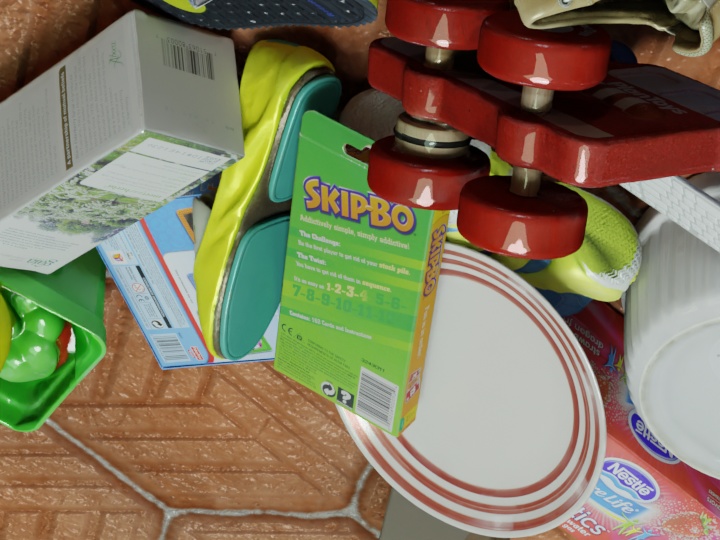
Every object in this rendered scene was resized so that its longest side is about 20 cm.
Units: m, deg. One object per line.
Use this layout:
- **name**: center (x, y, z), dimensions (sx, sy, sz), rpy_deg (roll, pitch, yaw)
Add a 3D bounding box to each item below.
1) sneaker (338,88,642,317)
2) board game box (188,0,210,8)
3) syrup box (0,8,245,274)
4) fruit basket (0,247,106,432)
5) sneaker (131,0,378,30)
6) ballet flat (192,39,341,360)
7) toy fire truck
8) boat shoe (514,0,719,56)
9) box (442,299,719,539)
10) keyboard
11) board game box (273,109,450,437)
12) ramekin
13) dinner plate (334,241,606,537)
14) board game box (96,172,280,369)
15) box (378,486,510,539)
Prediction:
- **sneaker**: center (0.066, -0.028, 1.305), dimensions (0.199, 0.076, 0.105), rpy_deg (32, 149, 0)
- **board game box**: center (-0.026, -0.225, 1.020), dimensions (0.198, 0.062, 0.201), rpy_deg (-5, 129, -24)
- **syrup box**: center (-0.163, -0.072, 1.299), dimensions (0.078, 0.082, 0.199), rpy_deg (12, 152, -42)
- **fruit basket**: center (-0.268, 0.034, 1.379), dimensions (0.215, 0.217, 0.155), rpy_deg (30, 136, -16)
- **sneaker**: center (-0.060, -0.180, 1.202), dimensions (0.199, 0.079, 0.066), rpy_deg (4, 165, 38)
- **ballet flat**: center (-0.066, -0.046, 1.301), dimensions (0.067, 0.067, 0.201), rpy_deg (32, 117, 29)
- **toy fire truck**: center (0.104, -0.086, 1.145), dimensions (0.167, 0.200, 0.113), rpy_deg (-6, 112, -33)
- **boat shoe**: center (0.162, -0.139, 1.063), dimensions (0.198, 0.077, 0.072), rpy_deg (-4, 159, -15)
- **box**: center (0.159, 0.106, 1.398), dimensions (0.200, 0.100, 0.095), rpy_deg (37, 134, -21)
- **keyboard**: center (0.182, -0.037, 1.216), dimensions (0.200, 0.011, 0.056), rpy_deg (37, 171, 30)
- **board game box**: center (0.000, 0.000, 1.280), dimensions (0.095, 0.030, 0.201), rpy_deg (28, 136, 22)
- **ramekin**: center (0.249, 0.042, 1.299), dimensions (0.198, 0.106, 0.201), rpy_deg (9, 138, 8)
- **dinner plate**: center (0.064, 0.069, 1.312), dimensions (0.199, 0.024, 0.202), rpy_deg (19, 124, 30)
- **board game box**: center (-0.063, -0.006, 1.394), dimensions (0.198, 0.037, 0.152), rpy_deg (-4, 133, 22)
- **box**: center (0.052, 0.208, 1.464), dimensions (0.077, 0.201, 0.095), rpy_deg (6, 138, 11)
